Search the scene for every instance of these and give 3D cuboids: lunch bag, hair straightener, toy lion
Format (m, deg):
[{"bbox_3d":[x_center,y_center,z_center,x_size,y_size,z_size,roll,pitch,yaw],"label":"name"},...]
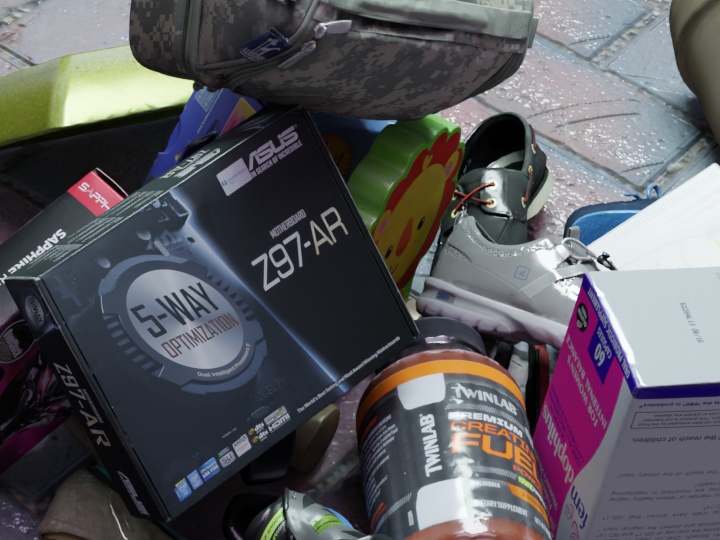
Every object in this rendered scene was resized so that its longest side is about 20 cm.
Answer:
[{"bbox_3d":[-0.015,-0.161,1.553,0.200,0.140,0.168,4,7,-44],"label":"lunch bag"},{"bbox_3d":[0.088,0.043,1.740,0.077,0.041,0.200,12,39,-3],"label":"hair straightener"},{"bbox_3d":[0.000,0.000,1.646,0.069,0.192,0.200,27,41,16],"label":"toy lion"}]

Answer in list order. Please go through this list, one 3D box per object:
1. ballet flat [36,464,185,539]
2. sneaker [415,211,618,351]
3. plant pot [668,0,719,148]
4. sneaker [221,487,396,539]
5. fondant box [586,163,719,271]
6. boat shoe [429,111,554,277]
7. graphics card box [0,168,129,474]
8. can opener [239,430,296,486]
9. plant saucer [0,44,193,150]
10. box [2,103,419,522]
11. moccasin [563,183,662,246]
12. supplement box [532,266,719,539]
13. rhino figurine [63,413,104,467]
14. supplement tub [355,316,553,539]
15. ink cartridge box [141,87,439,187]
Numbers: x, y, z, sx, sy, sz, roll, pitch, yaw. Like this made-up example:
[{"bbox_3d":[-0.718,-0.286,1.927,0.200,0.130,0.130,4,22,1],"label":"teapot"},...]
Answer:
[{"bbox_3d":[-0.103,0.186,1.511,0.200,0.067,0.062,33,72,27],"label":"ballet flat"},{"bbox_3d":[0.136,0.013,1.650,0.200,0.082,0.075,13,-5,13],"label":"sneaker"},{"bbox_3d":[0.331,-0.124,1.919,0.200,0.200,0.174,5,57,-11],"label":"plant pot"},{"bbox_3d":[-0.023,0.167,1.478,0.083,0.071,0.200,22,-1,-26],"label":"sneaker"},{"bbox_3d":[0.231,0.047,1.704,0.144,0.058,0.200,-33,61,-8],"label":"fondant box"},{"bbox_3d":[0.082,-0.038,1.798,0.074,0.063,0.201,-14,28,24],"label":"boat shoe"},{"bbox_3d":[-0.202,0.047,1.531,0.200,0.126,0.051,-39,60,-17],"label":"graphics card box"},{"bbox_3d":[-0.086,0.028,1.567,0.079,0.063,0.200,-2,85,-32],"label":"can opener"},{"bbox_3d":[-0.157,-0.122,1.762,0.200,0.048,0.200,-13,3,-30],"label":"plant saucer"},{"bbox_3d":[-0.080,0.022,1.501,0.200,0.160,0.044,-35,18,-28],"label":"box"},{"bbox_3d":[0.234,-0.014,1.829,0.200,0.081,0.068,9,26,-11],"label":"moccasin"},{"bbox_3d":[0.169,0.105,1.566,0.103,0.200,0.101,-2,41,-17],"label":"supplement box"},{"bbox_3d":[-0.148,0.070,1.624,0.087,0.060,0.200,-1,48,-25],"label":"rhino figurine"},{"bbox_3d":[0.053,0.121,1.580,0.107,0.107,0.200,4,43,-12],"label":"supplement tub"},{"bbox_3d":[-0.055,-0.061,1.702,0.200,0.137,0.076,6,34,-42],"label":"ink cartridge box"}]
